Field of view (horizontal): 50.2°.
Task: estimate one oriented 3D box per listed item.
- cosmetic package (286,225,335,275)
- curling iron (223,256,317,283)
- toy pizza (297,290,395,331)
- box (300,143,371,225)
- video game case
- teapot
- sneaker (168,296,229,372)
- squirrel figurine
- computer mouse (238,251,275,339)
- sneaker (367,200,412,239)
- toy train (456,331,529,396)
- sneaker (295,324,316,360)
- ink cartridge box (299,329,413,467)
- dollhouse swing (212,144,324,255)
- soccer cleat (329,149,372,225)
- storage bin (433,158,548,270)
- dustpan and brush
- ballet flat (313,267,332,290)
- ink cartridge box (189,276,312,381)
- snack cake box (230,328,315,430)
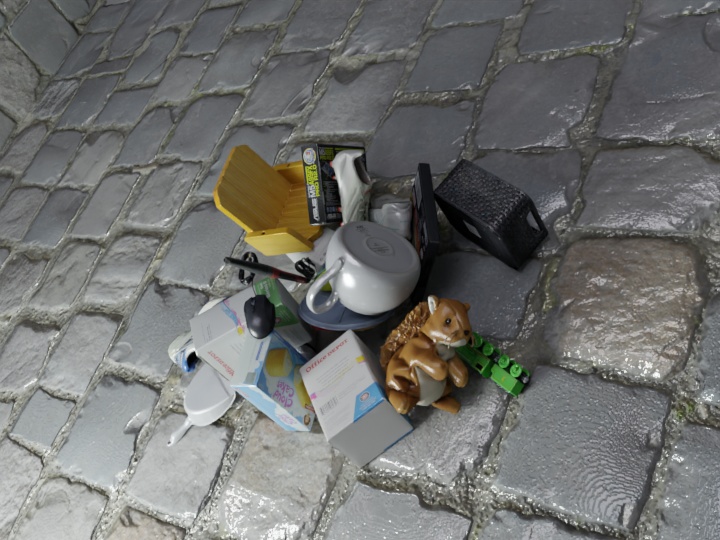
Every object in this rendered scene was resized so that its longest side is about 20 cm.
[{"bbox_3d":[-0.095,-0.045,1.678,0.198,0.108,0.085,30,77,43],"label":"cosmetic package"},{"bbox_3d":[-0.169,-0.007,1.458,0.025,0.196,0.051,-10,77,57],"label":"curling iron"},{"bbox_3d":[-0.027,0.080,1.527,0.194,0.033,0.201,-1,22,1],"label":"toy pizza"},{"bbox_3d":[-0.047,-0.183,1.641,0.043,0.198,0.165,-6,93,31],"label":"box"},{"bbox_3d":[0.118,-0.073,1.509,0.025,0.183,0.204,2,51,-8],"label":"video game case"},{"bbox_3d":[0.010,0.014,1.447,0.199,0.195,0.148,-80,12,-58],"label":"teapot"},{"bbox_3d":[-0.345,0.151,1.748,0.201,0.077,0.085,-49,54,5],"label":"sneaker"},{"bbox_3d":[0.115,0.124,1.339,0.200,0.138,0.191,48,123,56],"label":"squirrel figurine"},{"bbox_3d":[-0.201,0.041,1.442,0.058,0.034,0.203,-26,52,8],"label":"computer mouse"},{"bbox_3d":[0.058,-0.094,1.591,0.068,0.083,0.200,-7,1,-12],"label":"sneaker"},{"bbox_3d":[0.217,0.153,1.357,0.057,0.041,0.199,-56,44,2],"label":"toy train"},{"bbox_3d":[-0.172,0.138,1.623,0.195,0.075,0.117,-4,56,27],"label":"sneaker"},{"bbox_3d":[-0.013,0.224,1.406,0.127,0.126,0.202,-35,44,7],"label":"ink cartridge box"},{"bbox_3d":[-0.180,-0.170,1.632,0.178,0.177,0.204,-5,51,32],"label":"dollhouse swing"},{"bbox_3d":[-0.007,-0.146,1.579,0.076,0.206,0.069,-7,15,23],"label":"soccer cleat"},{"bbox_3d":[0.243,-0.108,1.458,0.094,0.135,0.199,-47,44,-5],"label":"storage bin"},{"bbox_3d":[-0.352,0.298,1.656,0.199,0.058,0.139,-41,43,-6],"label":"dustpan and brush"},{"bbox_3d":[0.000,0.000,1.574,0.197,0.068,0.067,-27,59,-20],"label":"ballet flat"},{"bbox_3d":[-0.216,0.117,1.515,0.197,0.146,0.089,-30,51,5],"label":"ink cartridge box"},{"bbox_3d":[-0.153,0.211,1.462,0.066,0.201,0.118,-4,56,30],"label":"snack cake box"}]
